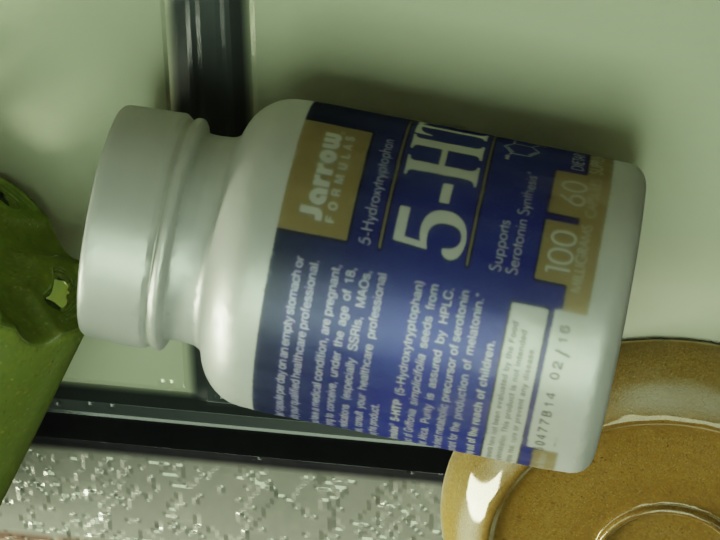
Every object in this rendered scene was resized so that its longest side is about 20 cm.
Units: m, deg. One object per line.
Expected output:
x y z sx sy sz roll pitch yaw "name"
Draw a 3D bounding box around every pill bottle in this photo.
0.000 0.000 0.996 0.199 0.120 0.120 11 126 3 "pill bottle"

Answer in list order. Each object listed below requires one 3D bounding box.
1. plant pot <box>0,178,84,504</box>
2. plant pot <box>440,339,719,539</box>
-0.205 0.051 1.051 0.200 0.200 0.190 33 111 -12 "plant pot"
0.130 0.117 1.109 0.199 0.028 0.201 5 124 8 "plant pot"
